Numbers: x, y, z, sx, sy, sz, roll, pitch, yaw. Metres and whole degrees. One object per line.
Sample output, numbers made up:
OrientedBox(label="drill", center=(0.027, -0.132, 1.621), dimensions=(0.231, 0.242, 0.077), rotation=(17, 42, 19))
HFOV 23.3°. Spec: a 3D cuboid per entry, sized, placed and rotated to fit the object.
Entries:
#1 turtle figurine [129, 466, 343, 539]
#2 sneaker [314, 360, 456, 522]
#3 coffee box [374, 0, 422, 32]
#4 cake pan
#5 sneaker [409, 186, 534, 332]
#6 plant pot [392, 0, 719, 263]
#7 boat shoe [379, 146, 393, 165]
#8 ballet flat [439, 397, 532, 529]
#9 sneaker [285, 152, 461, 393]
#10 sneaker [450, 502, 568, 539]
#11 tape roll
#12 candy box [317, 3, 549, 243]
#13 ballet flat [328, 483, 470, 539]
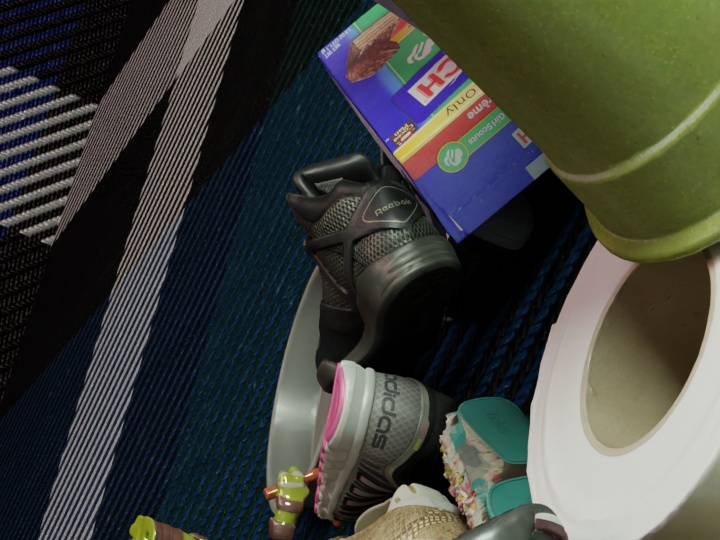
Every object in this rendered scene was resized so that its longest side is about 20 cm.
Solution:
OrientedBox(label="turtle figurine", center=(-0.083, 0.223, 1.165), dimensions=(0.064, 0.160, 0.202), rotation=(33, 108, 56))
OrientedBox(label="sneaker", center=(0.020, 0.118, 1.105), dimensions=(0.200, 0.086, 0.075), rotation=(96, -174, -65))
OrientedBox(label="coffee box", center=(0.068, -0.199, 0.956), dimensions=(0.199, 0.114, 0.080), rotation=(-5, 60, 60))
OrientedBox(label="cake pan", center=(-0.024, 0.084, 1.279), dimensions=(0.200, 0.036, 0.203), rotation=(-166, 90, -77))
OrientedBox(label="sneaker", center=(0.050, -0.038, 1.188), dimensions=(0.114, 0.075, 0.201), rotation=(-58, 22, 19))
OrientedBox(label="plant pot", center=(0.098, -0.136, 0.760), dimensions=(0.200, 0.189, 0.201), rotation=(-46, 25, 29))
OrientedBox(label="boat shoe", center=(0.031, -0.053, 1.278), dimensions=(0.075, 0.066, 0.201), rotation=(-44, 29, 49))
OrientedBox(label="ballet flat", center=(0.087, 0.130, 0.918), dimensions=(0.200, 0.075, 0.065), rotation=(-107, 16, -71))
OrientedBox(label="sneaker", center=(0.000, 0.000, 1.088), dimensions=(0.115, 0.076, 0.200), rotation=(64, 161, 21))
OrientedBox(label="sneaker", center=(0.081, 0.184, 0.760), dimensions=(0.116, 0.075, 0.201), rotation=(59, 172, 28))
OrientedBox(label="tape roll", center=(0.155, 0.045, 0.789), dimensions=(0.203, 0.070, 0.204), rotation=(-55, 22, 35))
OrientedBox(label="candy box", center=(0.077, -0.132, 1.097), dimensions=(0.169, 0.077, 0.200), rotation=(-39, 31, 3))
OrientedBox(label="ballet flat", center=(0.021, 0.163, 1.042), dimensions=(0.200, 0.070, 0.066), rotation=(-37, 37, 56))
